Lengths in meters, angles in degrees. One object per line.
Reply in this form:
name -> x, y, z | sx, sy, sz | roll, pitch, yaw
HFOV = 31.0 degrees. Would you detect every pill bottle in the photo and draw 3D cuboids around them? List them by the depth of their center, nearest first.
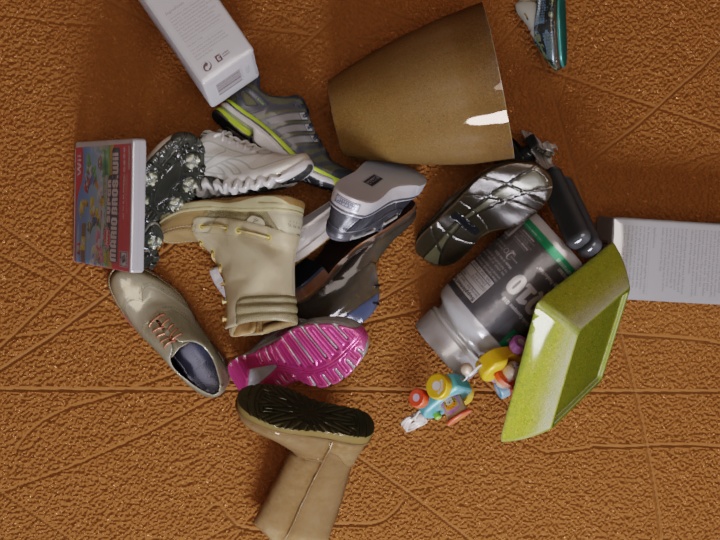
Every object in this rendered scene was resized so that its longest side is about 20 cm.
pill bottle -> 0.170, 0.033, 1.570 | 0.200, 0.113, 0.113 | -43, 97, 5

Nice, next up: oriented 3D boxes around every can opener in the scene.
can opener -> 0.230, -0.092, 1.559 | 0.066, 0.201, 0.052 | -42, 136, 21

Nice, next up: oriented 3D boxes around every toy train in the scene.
toy train -> 0.149, 0.151, 1.551 | 0.198, 0.151, 0.056 | -22, 60, -15

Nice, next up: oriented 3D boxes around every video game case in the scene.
video game case -> -0.287, -0.075, 1.470 | 0.017, 0.199, 0.145 | 0, 94, -30

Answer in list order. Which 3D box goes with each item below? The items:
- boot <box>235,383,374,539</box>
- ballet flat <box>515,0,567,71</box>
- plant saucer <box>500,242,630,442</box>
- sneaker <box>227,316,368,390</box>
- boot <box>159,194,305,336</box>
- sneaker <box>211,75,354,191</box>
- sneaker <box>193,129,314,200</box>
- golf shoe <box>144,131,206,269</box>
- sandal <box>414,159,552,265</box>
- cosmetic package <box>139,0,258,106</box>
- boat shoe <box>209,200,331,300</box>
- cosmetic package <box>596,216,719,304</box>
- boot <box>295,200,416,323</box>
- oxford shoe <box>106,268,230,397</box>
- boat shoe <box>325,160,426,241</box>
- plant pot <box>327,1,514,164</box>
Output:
boot -> -0.089, 0.239, 1.529 | 0.174, 0.066, 0.201 | 17, 124, -10
ballet flat -> 0.222, -0.346, 1.591 | 0.073, 0.074, 0.202 | 2, 91, -7
plant saucer -> 0.250, 0.092, 1.520 | 0.048, 0.199, 0.202 | 27, 125, 25
sneaker -> -0.065, 0.089, 1.525 | 0.199, 0.088, 0.082 | -17, 108, 38
boot -> -0.155, -0.001, 1.502 | 0.198, 0.073, 0.157 | -4, 79, 26
sneaker -> -0.076, -0.162, 1.554 | 0.199, 0.074, 0.081 | 33, 85, -10
sneaker -> -0.149, -0.126, 1.509 | 0.198, 0.075, 0.082 | -4, 92, 23
golf shoe -> -0.244, -0.093, 1.486 | 0.077, 0.089, 0.201 | 9, 131, -35
sandal -> 0.145, -0.076, 1.563 | 0.081, 0.055, 0.200 | 37, 129, -16
cosmetic package -> -0.202, -0.298, 1.486 | 0.071, 0.101, 0.201 | -34, 84, -5
boat shoe -> -0.095, -0.039, 1.557 | 0.199, 0.071, 0.070 | -38, 97, -2
cosmetic package -> 0.396, -0.012, 1.622 | 0.198, 0.071, 0.103 | 4, 93, -7
boot -> 0.000, 0.000, 1.586 | 0.199, 0.075, 0.097 | -35, 118, -8
oxford shoe -> -0.225, 0.069, 1.545 | 0.071, 0.074, 0.200 | -44, 98, -3
boat shoe -> 0.016, -0.079, 1.525 | 0.071, 0.200, 0.068 | 27, 115, 13
plant pot -> 0.068, -0.200, 1.530 | 0.198, 0.186, 0.188 | -12, 95, 7
